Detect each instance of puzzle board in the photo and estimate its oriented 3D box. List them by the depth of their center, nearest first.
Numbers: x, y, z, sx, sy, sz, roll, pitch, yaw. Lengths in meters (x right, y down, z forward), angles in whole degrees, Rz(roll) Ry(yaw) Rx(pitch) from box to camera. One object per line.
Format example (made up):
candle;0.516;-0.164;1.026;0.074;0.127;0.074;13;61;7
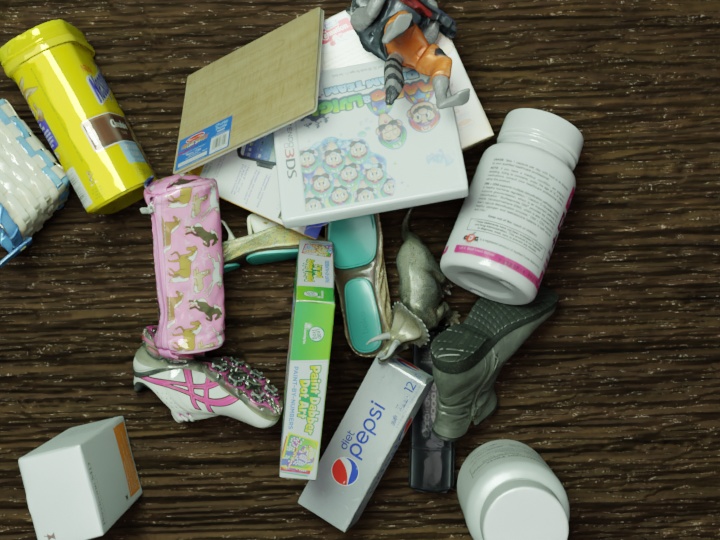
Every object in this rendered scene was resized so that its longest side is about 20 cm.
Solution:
puzzle board;-0.123;-0.196;1.235;0.199;0.017;0.151;-21;50;30

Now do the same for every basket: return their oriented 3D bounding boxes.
basket;-0.439;-0.079;1.253;0.200;0.139;0.177;-37;90;-24

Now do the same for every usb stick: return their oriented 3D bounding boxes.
usb stick;0.086;0.164;1.314;0.055;0.033;0.201;1;92;10

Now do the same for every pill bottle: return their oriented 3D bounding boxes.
pill bottle;0.170;0.260;1.231;0.114;0.200;0.115;0;92;1
pill bottle;0.175;-0.073;1.251;0.113;0.113;0.201;22;76;0

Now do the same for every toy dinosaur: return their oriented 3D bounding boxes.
toy dinosaur;0.069;0.015;1.262;0.077;0.102;0.201;3;74;19

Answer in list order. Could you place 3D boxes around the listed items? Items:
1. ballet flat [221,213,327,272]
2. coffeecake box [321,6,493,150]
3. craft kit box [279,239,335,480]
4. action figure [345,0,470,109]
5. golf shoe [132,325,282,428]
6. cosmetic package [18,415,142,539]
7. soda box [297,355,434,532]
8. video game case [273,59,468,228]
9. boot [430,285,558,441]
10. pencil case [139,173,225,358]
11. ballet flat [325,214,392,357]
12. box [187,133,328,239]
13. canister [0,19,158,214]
ballet flat;-0.140;-0.032;1.298;0.199;0.071;0.071;-14;91;2
coffeecake box;0.043;-0.213;1.285;0.153;0.073;0.201;-24;91;3
craft kit box;-0.057;0.091;1.206;0.048;0.198;0.201;4;109;-6
action figure;0.020;-0.258;1.160;0.200;0.194;0.105;30;107;-29
golf shoe;-0.177;0.140;1.285;0.199;0.073;0.092;25;105;24
cosmetic package;-0.307;0.231;1.237;0.071;0.200;0.102;-14;92;1
soda box;0.008;0.196;1.286;0.068;0.063;0.201;29;98;13
video game case;0.005;-0.145;1.201;0.199;0.024;0.183;-10;64;4
boot;0.150;0.104;1.291;0.200;0.068;0.131;-30;133;-32
pencil case;-0.193;-0.005;1.226;0.086;0.083;0.201;-5;105;-10
ballet flat;0.000;0.000;1.295;0.070;0.065;0.201;-4;90;12
box;-0.095;-0.119;1.269;0.199;0.041;0.119;25;92;23
canister;-0.312;-0.167;1.256;0.086;0.149;0.201;-28;93;1
